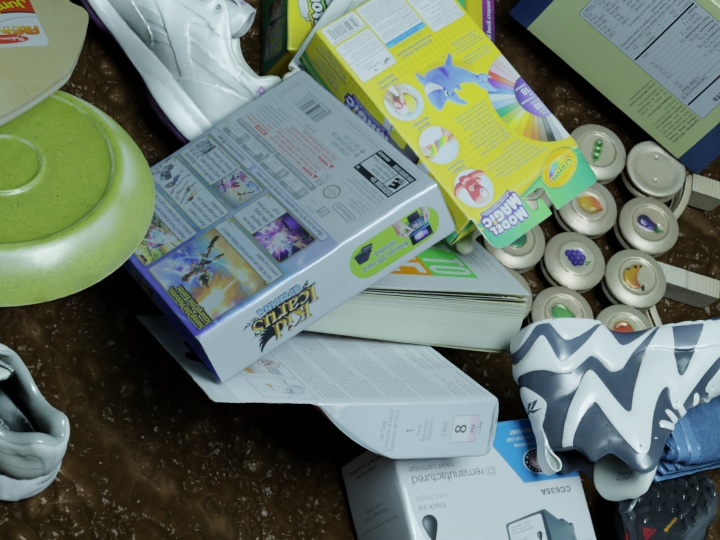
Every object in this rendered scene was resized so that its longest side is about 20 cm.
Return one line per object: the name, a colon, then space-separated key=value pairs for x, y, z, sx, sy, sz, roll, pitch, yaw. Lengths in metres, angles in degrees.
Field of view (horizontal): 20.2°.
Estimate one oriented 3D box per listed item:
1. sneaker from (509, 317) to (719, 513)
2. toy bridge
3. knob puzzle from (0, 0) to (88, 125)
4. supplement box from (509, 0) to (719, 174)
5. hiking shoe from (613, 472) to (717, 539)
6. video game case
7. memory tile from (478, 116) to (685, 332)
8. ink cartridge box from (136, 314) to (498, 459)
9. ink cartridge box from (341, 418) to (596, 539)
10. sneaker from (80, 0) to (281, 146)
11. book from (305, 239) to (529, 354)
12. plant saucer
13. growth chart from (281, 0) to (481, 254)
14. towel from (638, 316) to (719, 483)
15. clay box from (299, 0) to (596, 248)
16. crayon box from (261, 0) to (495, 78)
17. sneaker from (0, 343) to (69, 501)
sneaker: x=0.203 y=0.104 z=1.388 sx=0.199 sy=0.079 sz=0.130 roll=5 pitch=70 yaw=-23
toy bridge: x=0.248 y=0.010 z=1.579 sx=0.067 sy=0.027 sz=0.200 roll=16 pitch=64 yaw=-18
knob puzzle: x=-0.279 y=-0.157 z=1.361 sx=0.219 sy=0.030 sz=0.220 roll=12 pitch=41 yaw=-10
supplement box: x=0.261 y=-0.226 z=1.601 sx=0.200 sy=0.134 sz=0.200 roll=40 pitch=45 yaw=-5
hiking shoe: x=0.207 y=0.214 z=1.442 sx=0.076 sy=0.101 sz=0.200 roll=14 pitch=28 yaw=10
video game case: x=-0.063 y=-0.034 z=1.327 sx=0.181 sy=0.200 sz=0.045 roll=-32 pitch=127 yaw=-11
memory tile: x=0.168 y=-0.028 z=1.547 sx=0.153 sy=0.017 sz=0.200 roll=18 pitch=61 yaw=-6
ink cartridge box: x=-0.033 y=0.076 z=1.340 sx=0.200 sy=0.163 sz=0.057 roll=-3 pitch=109 yaw=-24
ink cartridge box: x=0.087 y=0.211 z=1.381 sx=0.146 sy=0.086 sz=0.200 roll=-5 pitch=70 yaw=-28
sneaker: x=-0.134 y=-0.185 z=1.430 sx=0.100 sy=0.075 sz=0.200 roll=-35 pitch=94 yaw=7
book: x=0.000 y=0.000 z=1.418 sx=0.200 sy=0.048 sz=0.134 roll=5 pitch=26 yaw=-25
plant saucer: x=-0.234 y=-0.061 z=1.321 sx=0.200 sy=0.031 sz=0.200 roll=5 pitch=47 yaw=-5
growth chart: x=0.042 y=-0.123 z=1.465 sx=0.200 sy=0.018 sz=0.145 roll=41 pitch=59 yaw=1
towel: x=0.273 y=0.089 z=1.510 sx=0.200 sy=0.049 sz=0.112 roll=-8 pitch=69 yaw=-35
clay box: x=0.064 y=-0.108 z=1.428 sx=0.115 sy=0.048 sz=0.200 roll=-34 pitch=82 yaw=-30
crayon box: x=0.014 y=-0.229 z=1.548 sx=0.172 sy=0.058 sz=0.200 roll=9 pitch=66 yaw=-21
sneaker: x=-0.259 y=0.055 z=1.281 sx=0.200 sy=0.081 sz=0.075 roll=44 pitch=59 yaw=-2
